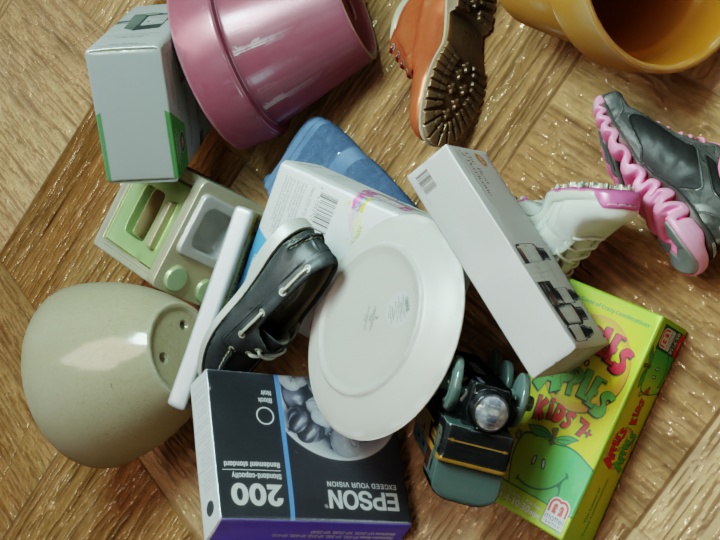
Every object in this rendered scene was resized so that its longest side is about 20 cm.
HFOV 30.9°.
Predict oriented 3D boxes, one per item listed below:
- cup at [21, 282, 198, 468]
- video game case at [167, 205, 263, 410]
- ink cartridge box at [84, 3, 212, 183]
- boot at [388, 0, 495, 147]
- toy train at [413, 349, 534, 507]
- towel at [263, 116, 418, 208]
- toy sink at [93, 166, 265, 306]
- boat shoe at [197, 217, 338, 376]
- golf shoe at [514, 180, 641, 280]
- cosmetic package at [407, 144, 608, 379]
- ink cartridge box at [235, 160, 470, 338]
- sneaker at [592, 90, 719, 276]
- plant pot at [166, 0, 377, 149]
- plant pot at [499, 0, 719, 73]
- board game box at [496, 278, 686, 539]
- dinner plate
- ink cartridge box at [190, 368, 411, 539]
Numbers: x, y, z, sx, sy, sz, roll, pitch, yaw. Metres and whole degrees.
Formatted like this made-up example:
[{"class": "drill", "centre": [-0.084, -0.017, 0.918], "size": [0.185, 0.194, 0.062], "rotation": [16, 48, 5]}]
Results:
[{"class": "cup", "centre": [-0.235, 0.097, 1.374], "size": [0.142, 0.199, 0.203], "rotation": [-17, 62, 36]}, {"class": "video game case", "centre": [-0.125, 0.042, 1.320], "size": [0.023, 0.182, 0.202], "rotation": [19, 89, 12]}, {"class": "ink cartridge box", "centre": [-0.223, -0.198, 1.424], "size": [0.083, 0.148, 0.200], "rotation": [-2, 24, 7]}, {"class": "boot", "centre": [0.071, -0.210, 1.331], "size": [0.106, 0.075, 0.202], "rotation": [-9, 59, 41]}, {"class": "toy train", "centre": [0.087, 0.125, 1.120], "size": [0.200, 0.084, 0.115], "rotation": [-131, 57, -81]}, {"class": "towel", "centre": [-0.020, -0.072, 1.365], "size": [0.112, 0.048, 0.200], "rotation": [-53, 47, 11]}, {"class": "toy sink", "centre": [-0.188, -0.039, 1.452], "size": [0.199, 0.112, 0.131], "rotation": [30, 94, 43]}, {"class": "boat shoe", "centre": [-0.087, 0.046, 1.190], "size": [0.060, 0.075, 0.201], "rotation": [47, 126, 26]}, {"class": "golf shoe", "centre": [0.179, -0.026, 1.136], "size": [0.200, 0.074, 0.093], "rotation": [165, 108, -67]}, {"class": "cosmetic package", "centre": [0.123, -0.010, 1.083], "size": [0.050, 0.082, 0.201], "rotation": [-38, 72, 22]}, {"class": "ink cartridge box", "centre": [0.000, 0.000, 1.239], "size": [0.199, 0.084, 0.146], "rotation": [26, 101, 24]}, {"class": "sneaker", "centre": [0.271, -0.088, 1.116], "size": [0.095, 0.079, 0.201], "rotation": [-29, 54, 2]}, {"class": "plant pot", "centre": [-0.086, -0.256, 1.411], "size": [0.177, 0.200, 0.202], "rotation": [-21, 59, 15]}, {"class": "plant pot", "centre": [0.216, -0.280, 1.162], "size": [0.183, 0.199, 0.202], "rotation": [17, 84, 59]}, {"class": "board game box", "centre": [0.186, 0.120, 1.108], "size": [0.101, 0.047, 0.202], "rotation": [24, 89, 44]}, {"class": "dinner plate", "centre": [0.013, 0.045, 1.122], "size": [0.199, 0.024, 0.203], "rotation": [-24, 56, 42]}, {"class": "ink cartridge box", "centre": [-0.051, 0.193, 1.187], "size": [0.043, 0.196, 0.202], "rotation": [-46, 45, 49]}]
